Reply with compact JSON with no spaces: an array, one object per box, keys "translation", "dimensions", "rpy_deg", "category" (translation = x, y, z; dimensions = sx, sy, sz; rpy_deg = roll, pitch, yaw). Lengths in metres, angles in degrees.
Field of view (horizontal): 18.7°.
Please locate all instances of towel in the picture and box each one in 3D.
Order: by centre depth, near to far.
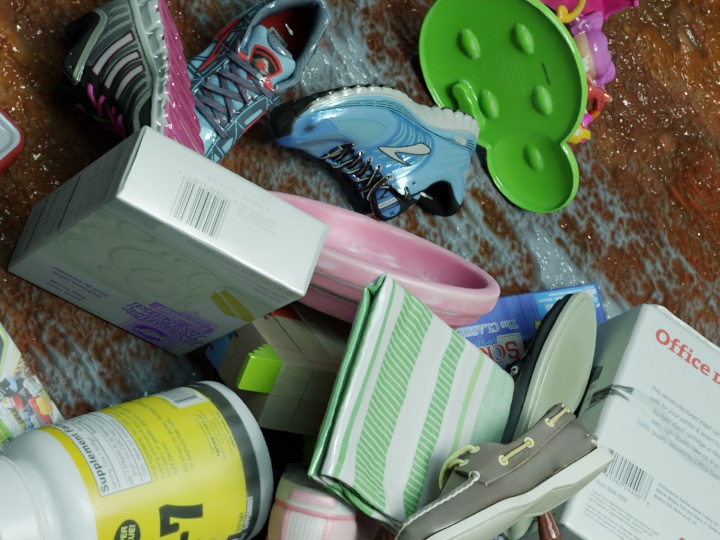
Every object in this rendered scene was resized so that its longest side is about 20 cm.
[{"translation":[0.040,0.104,1.463],"dimensions":[0.200,0.023,0.153],"rpy_deg":[39,61,-50],"category":"towel"}]

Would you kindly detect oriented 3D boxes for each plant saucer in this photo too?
[{"translation":[0.000,0.000,1.572],"dimensions":[0.200,0.200,0.051],"rpy_deg":[14,102,-27],"category":"plant saucer"}]

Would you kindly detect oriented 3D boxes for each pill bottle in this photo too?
[{"translation":[-0.167,0.149,1.429],"dimensions":[0.200,0.114,0.115],"rpy_deg":[-15,82,-34],"category":"pill bottle"}]

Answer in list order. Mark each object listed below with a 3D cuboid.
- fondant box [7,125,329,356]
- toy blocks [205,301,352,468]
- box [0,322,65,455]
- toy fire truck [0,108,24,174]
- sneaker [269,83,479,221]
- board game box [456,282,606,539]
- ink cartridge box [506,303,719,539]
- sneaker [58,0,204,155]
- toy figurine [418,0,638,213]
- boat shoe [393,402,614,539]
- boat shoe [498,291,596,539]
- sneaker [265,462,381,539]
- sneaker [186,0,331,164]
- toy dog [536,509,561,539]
[{"translation":[-0.132,-0.015,1.470],"dimensions":[0.144,0.200,0.058],"rpy_deg":[28,65,-20],"category":"fondant box"},{"translation":[-0.026,0.065,1.552],"dimensions":[0.199,0.137,0.100],"rpy_deg":[11,112,-32],"category":"toy blocks"},{"translation":[-0.295,0.051,1.451],"dimensions":[0.110,0.035,0.200],"rpy_deg":[-36,94,-34],"category":"box"},{"translation":[-0.333,-0.080,1.409],"dimensions":[0.168,0.112,0.200],"rpy_deg":[44,54,-2],"category":"toy fire truck"},{"translation":[0.017,-0.085,1.642],"dimensions":[0.200,0.078,0.090],"rpy_deg":[10,75,-42],"category":"sneaker"},{"translation":[0.119,0.120,1.673],"dimensions":[0.199,0.041,0.200],"rpy_deg":[-9,79,-33],"category":"board game box"},{"translation":[0.217,0.149,1.646],"dimensions":[0.144,0.084,0.200],"rpy_deg":[35,61,-17],"category":"ink cartridge box"},{"translation":[-0.166,-0.119,1.534],"dimensions":[0.087,0.074,0.200],"rpy_deg":[-18,50,6],"category":"sneaker"},{"translation":[0.165,-0.175,1.760],"dimensions":[0.184,0.150,0.201],"rpy_deg":[-41,119,-43],"category":"toy figurine"},{"translation":[0.089,0.144,1.468],"dimensions":[0.200,0.072,0.060],"rpy_deg":[-22,70,-41],"category":"boat shoe"},{"translation":[0.116,0.101,1.614],"dimensions":[0.075,0.066,0.200],"rpy_deg":[44,60,-51],"category":"boat shoe"},{"translation":[-0.027,0.190,1.507],"dimensions":[0.075,0.200,0.105],"rpy_deg":[9,91,8],"category":"sneaker"},{"translation":[-0.093,-0.144,1.599],"dimensions":[0.079,0.095,0.200],"rpy_deg":[44,57,-11],"category":"sneaker"},{"translation":[0.098,0.238,1.537],"dimensions":[0.200,0.132,0.097],"rpy_deg":[-30,79,-1],"category":"toy dog"}]
